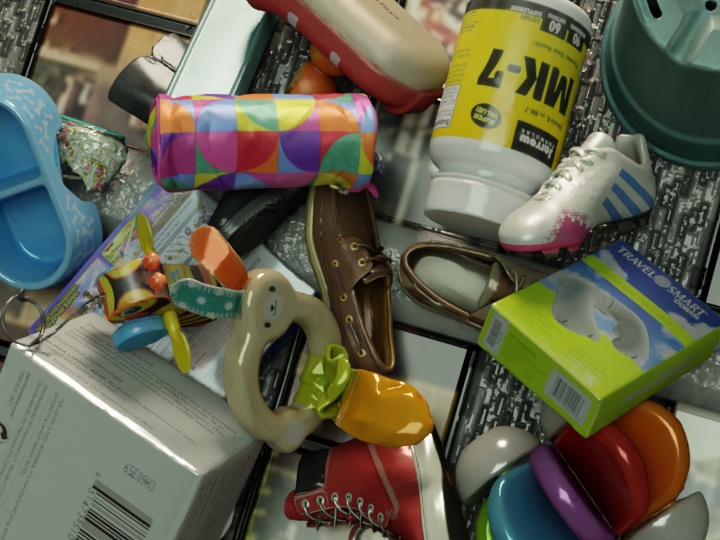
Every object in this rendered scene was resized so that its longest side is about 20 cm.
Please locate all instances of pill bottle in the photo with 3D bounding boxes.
[{"bbox_3d":[0.124,-0.133,1.390,0.113,0.114,0.202,13,82,11],"label":"pill bottle"}]

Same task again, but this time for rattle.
[{"bbox_3d":[-0.048,0.060,1.270,0.130,0.201,0.142,-35,35,-20],"label":"rattle"}]

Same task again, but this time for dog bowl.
[{"bbox_3d":[-0.308,-0.074,1.439,0.110,0.050,0.202,-16,101,18],"label":"dog bowl"}]

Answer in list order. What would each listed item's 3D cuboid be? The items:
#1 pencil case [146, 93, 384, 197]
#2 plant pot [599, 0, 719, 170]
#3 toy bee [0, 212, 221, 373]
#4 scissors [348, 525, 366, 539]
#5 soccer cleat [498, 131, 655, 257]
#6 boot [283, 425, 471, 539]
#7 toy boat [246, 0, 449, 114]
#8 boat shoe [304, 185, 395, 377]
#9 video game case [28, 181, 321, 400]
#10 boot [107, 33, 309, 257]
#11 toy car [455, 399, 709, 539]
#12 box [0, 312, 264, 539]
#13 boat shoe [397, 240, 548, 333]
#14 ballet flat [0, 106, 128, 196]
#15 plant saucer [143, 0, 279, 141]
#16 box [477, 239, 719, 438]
[{"bbox_3d":[-0.078,-0.104,1.337,0.197,0.088,0.090,1,78,-11],"label":"pencil case"},{"bbox_3d":[0.296,-0.205,1.334,0.198,0.196,0.203,-2,79,9],"label":"plant pot"},{"bbox_3d":[-0.172,0.025,1.310,0.108,0.200,0.132,-30,94,40],"label":"toy bee"},{"bbox_3d":[0.075,0.263,1.371,0.197,0.014,0.074,11,73,8],"label":"scissors"},{"bbox_3d":[0.177,-0.067,1.336,0.069,0.199,0.087,7,107,39],"label":"soccer cleat"},{"bbox_3d":[0.010,0.207,1.324,0.143,0.073,0.201,-23,34,5],"label":"boot"},{"bbox_3d":[-0.027,-0.193,1.432,0.200,0.130,0.131,43,111,14],"label":"toy boat"},{"bbox_3d":[0.000,0.000,1.395,0.067,0.072,0.203,-11,80,43],"label":"boat shoe"},{"bbox_3d":[-0.165,0.040,1.437,0.181,0.045,0.200,41,87,13],"label":"video game case"},{"bbox_3d":[-0.144,-0.112,1.421,0.200,0.165,0.066,40,131,10],"label":"boot"},{"bbox_3d":[0.179,0.179,1.297,0.199,0.150,0.176,-34,76,-2],"label":"toy car"},{"bbox_3d":[-0.216,0.177,1.341,0.199,0.131,0.200,31,110,14],"label":"box"},{"bbox_3d":[0.121,0.025,1.379,0.198,0.072,0.077,16,82,12],"label":"boat shoe"},{"bbox_3d":[-0.308,-0.125,1.481,0.198,0.076,0.065,22,91,15],"label":"ballet flat"},{"bbox_3d":[-0.129,-0.182,1.435,0.069,0.019,0.201,14,49,5],"label":"plant saucer"},{"bbox_3d":[0.204,0.047,1.302,0.199,0.048,0.122,-24,55,-41],"label":"box"}]
